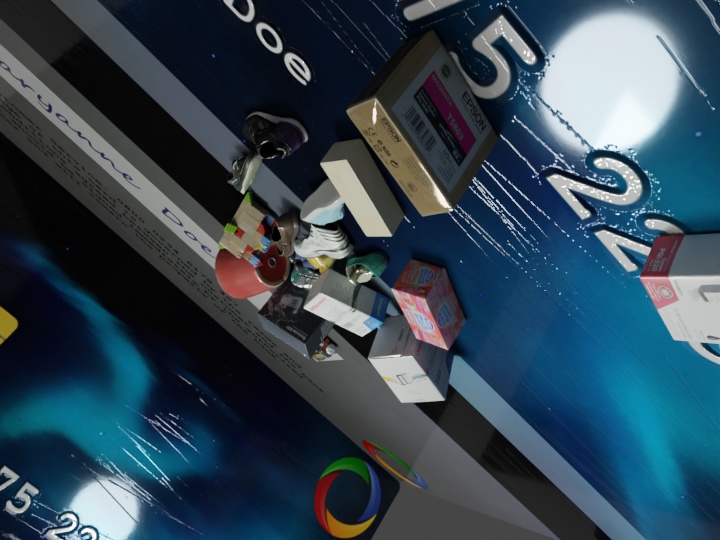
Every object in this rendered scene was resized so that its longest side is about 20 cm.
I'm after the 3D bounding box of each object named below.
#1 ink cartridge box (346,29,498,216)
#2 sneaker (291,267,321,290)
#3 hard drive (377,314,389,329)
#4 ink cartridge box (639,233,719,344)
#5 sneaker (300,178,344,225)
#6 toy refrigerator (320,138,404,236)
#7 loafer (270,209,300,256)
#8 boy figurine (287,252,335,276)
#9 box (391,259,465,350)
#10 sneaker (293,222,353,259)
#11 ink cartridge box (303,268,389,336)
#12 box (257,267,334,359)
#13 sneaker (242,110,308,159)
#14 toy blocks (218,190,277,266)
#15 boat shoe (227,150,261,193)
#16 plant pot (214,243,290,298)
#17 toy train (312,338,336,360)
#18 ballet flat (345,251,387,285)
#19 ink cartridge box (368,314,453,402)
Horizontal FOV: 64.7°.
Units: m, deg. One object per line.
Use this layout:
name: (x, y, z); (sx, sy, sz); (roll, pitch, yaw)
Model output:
ink cartridge box: (0.097, -0.210, 0.825); (0.201, 0.166, 0.074); (48, 152, -25)
sneaker: (-0.110, 0.043, 1.721); (0.197, 0.079, 0.091); (26, 179, 17)
hard drive: (0.120, 0.215, 1.723); (0.138, 0.033, 0.202); (26, 154, 27)
ink cartridge box: (0.507, 0.027, 0.763); (0.146, 0.085, 0.198); (49, 153, -24)
sneaker: (-0.061, -0.155, 1.299); (0.081, 0.076, 0.199); (15, 163, -29)
toy refrigerator: (0.009, -0.166, 1.158); (0.075, 0.071, 0.201); (3, 139, 42)
loafer: (-0.217, -0.101, 1.568); (0.201, 0.070, 0.074); (115, 141, -59)
boy figurine: (-0.124, -0.029, 1.596); (0.198, 0.064, 0.126); (4, 130, 56)
box: (0.165, 0.082, 1.341); (0.101, 0.095, 0.201); (16, 148, 38)
sneaker: (-0.113, -0.097, 1.472); (0.198, 0.076, 0.117); (4, 131, 41)
ink cartridge box: (-0.040, 0.092, 1.585); (0.197, 0.086, 0.146); (28, 151, -15)
box: (-0.188, 0.135, 1.812); (0.194, 0.201, 0.118); (28, 155, 18)
sneaker: (-0.208, -0.286, 1.224); (0.198, 0.088, 0.076); (15, 149, 43)
toy blocks: (-0.306, -0.104, 1.621); (0.136, 0.202, 0.100); (35, -163, 1)
boat shoe: (-0.297, -0.253, 1.433); (0.067, 0.072, 0.200); (37, 159, -11)
plant pot: (-0.326, -0.015, 1.779); (0.175, 0.202, 0.201); (-7, 132, 44)
toy train: (-0.166, 0.304, 2.247); (0.113, 0.086, 0.199); (31, 157, -15)
ballet flat: (0.000, 0.000, 1.461); (0.067, 0.071, 0.199); (43, 157, -14)
ink cartridge box: (0.141, 0.237, 1.543); (0.142, 0.149, 0.201); (-11, 129, 34)
